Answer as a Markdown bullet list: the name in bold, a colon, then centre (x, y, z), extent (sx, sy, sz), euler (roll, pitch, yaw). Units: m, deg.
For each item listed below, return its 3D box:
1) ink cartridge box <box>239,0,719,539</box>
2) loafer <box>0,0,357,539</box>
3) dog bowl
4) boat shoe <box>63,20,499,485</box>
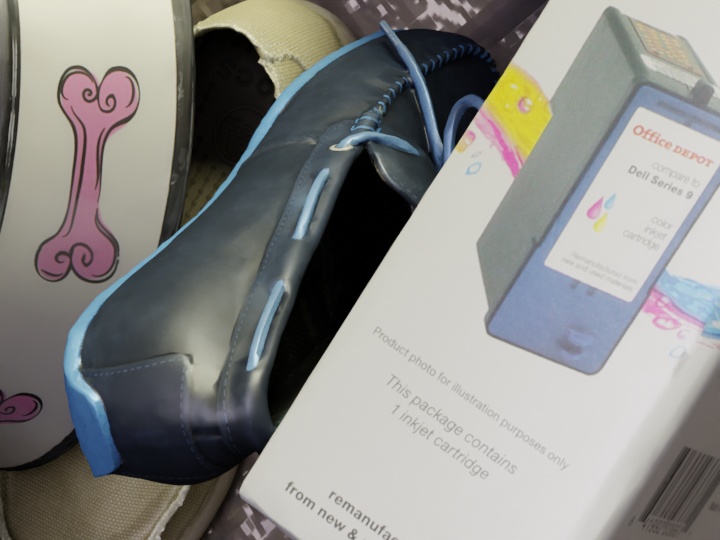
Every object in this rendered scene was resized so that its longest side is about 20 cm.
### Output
- **ink cartridge box**: centre (0.079, 0.003, 0.658), extent (0.087, 0.145, 0.200), euler (36, 96, 23)
- **loafer**: centre (-0.064, 0.006, 0.777), extent (0.075, 0.068, 0.201), euler (20, 88, 23)
- **dog bowl**: centre (-0.128, -0.043, 0.756), extent (0.200, 0.074, 0.201), euler (-11, 77, 55)
- **boat shoe**: centre (0.000, 0.000, 0.705), extent (0.068, 0.084, 0.200), euler (0, 37, 32)
